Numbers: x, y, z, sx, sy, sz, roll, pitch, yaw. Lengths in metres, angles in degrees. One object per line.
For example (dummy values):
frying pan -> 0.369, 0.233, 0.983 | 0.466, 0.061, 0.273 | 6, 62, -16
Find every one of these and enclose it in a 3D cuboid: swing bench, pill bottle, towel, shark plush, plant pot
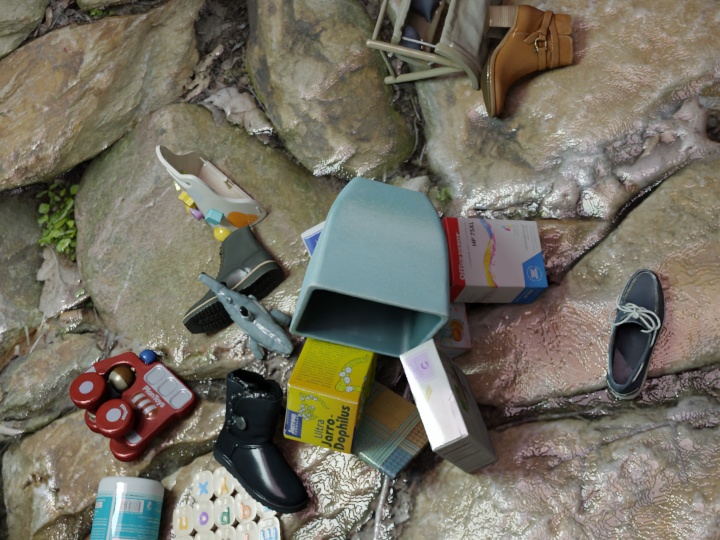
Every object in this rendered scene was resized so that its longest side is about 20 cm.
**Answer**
swing bench -> 0.141, -0.456, 1.476 | 0.197, 0.130, 0.202 | 8, 72, 24
pill bottle -> -0.391, 0.449, 1.330 | 0.109, 0.111, 0.204 | -4, 68, 20
towel -> 0.013, 0.233, 1.263 | 0.198, 0.022, 0.146 | 29, 42, 26
shark plush -> -0.189, 0.066, 1.382 | 0.090, 0.083, 0.201 | -37, 95, -5
plant pot -> 0.020, -0.013, 1.158 | 0.193, 0.196, 0.203 | 12, 65, -8

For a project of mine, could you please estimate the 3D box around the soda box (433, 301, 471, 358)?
soda box -> 0.123, 0.039, 1.304 | 0.068, 0.063, 0.203 | -41, 48, 53

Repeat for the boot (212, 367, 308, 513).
boot -> -0.151, 0.267, 1.281 | 0.199, 0.076, 0.171 | 31, 119, 28

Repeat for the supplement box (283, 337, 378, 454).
supplement box -> -0.037, 0.161, 1.240 | 0.108, 0.110, 0.201 | 13, 37, 7

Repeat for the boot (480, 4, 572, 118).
boot -> 0.293, -0.364, 1.415 | 0.152, 0.077, 0.204 | 4, 81, -4

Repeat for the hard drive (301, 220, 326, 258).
hard drive -> 0.000, 0.000, 1.302 | 0.130, 0.202, 0.025 | -28, 28, -10

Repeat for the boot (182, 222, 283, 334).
boot -> -0.253, 0.014, 1.480 | 0.198, 0.078, 0.139 | -31, 57, -8

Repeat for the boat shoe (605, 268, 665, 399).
boat shoe -> 0.403, 0.086, 1.191 | 0.074, 0.062, 0.203 | 15, 75, 28

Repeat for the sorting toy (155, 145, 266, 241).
sorting toy -> -0.301, -0.159, 1.501 | 0.199, 0.180, 0.107 | 40, 86, 30

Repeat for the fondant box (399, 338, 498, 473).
fondant box -> 0.131, 0.202, 1.173 | 0.058, 0.200, 0.146 | -24, 61, 10

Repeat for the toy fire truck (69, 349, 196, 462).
toy fire truck -> -0.410, 0.226, 1.443 | 0.199, 0.113, 0.167 | 36, 61, 28

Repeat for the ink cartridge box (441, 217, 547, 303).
ink cartridge box -> 0.183, -0.015, 1.263 | 0.196, 0.067, 0.118 | 1, 66, -14

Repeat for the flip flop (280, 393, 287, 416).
flip flop -> -0.094, 0.226, 1.331 | 0.198, 0.082, 0.058 | 28, 66, 34

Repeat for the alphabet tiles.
alphabet tiles -> -0.220, 0.422, 1.328 | 0.197, 0.015, 0.199 | -16, 62, 15
